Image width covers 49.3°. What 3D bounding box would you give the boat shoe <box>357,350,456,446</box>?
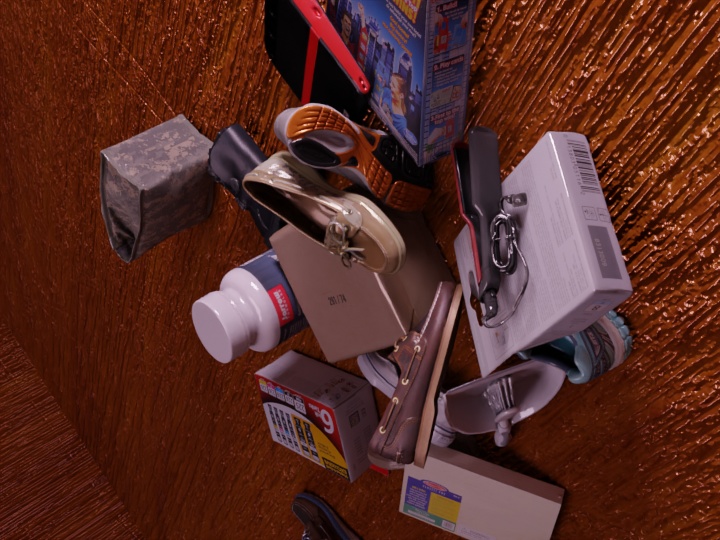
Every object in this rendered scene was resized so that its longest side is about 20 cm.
[{"bbox_3d":[0.071,0.145,1.026,0.200,0.073,0.068,40,104,44],"label":"boat shoe"}]

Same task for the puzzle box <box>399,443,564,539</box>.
[{"bbox_3d":[0.147,0.291,0.991,0.196,0.026,0.135,17,131,15],"label":"puzzle box"}]

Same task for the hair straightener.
[{"bbox_3d":[0.122,-0.046,0.736,0.077,0.040,0.204,139,135,-59],"label":"hair straightener"}]

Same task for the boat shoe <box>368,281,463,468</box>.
[{"bbox_3d":[0.061,0.104,0.842,0.069,0.204,0.071,14,165,13],"label":"boat shoe"}]

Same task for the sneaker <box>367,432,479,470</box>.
[{"bbox_3d":[0.081,0.228,1.075,0.198,0.070,0.077,-10,93,47],"label":"sneaker"}]

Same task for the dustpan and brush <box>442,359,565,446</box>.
[{"bbox_3d":[0.162,0.162,0.896,0.201,0.137,0.058,77,174,-70],"label":"dustpan and brush"}]

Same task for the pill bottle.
[{"bbox_3d":[-0.124,0.040,1.076,0.119,0.198,0.122,30,136,35],"label":"pill bottle"}]

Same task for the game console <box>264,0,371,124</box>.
[{"bbox_3d":[-0.050,-0.233,0.888,0.178,0.031,0.200,53,168,5],"label":"game console"}]

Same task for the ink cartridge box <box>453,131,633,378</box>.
[{"bbox_3d":[0.163,-0.007,0.751,0.201,0.046,0.163,126,141,-55],"label":"ink cartridge box"}]

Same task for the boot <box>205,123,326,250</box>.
[{"bbox_3d":[-0.138,-0.136,1.078,0.169,0.076,0.201,51,150,8],"label":"boot"}]

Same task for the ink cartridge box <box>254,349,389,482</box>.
[{"bbox_3d":[-0.060,0.243,1.236,0.198,0.083,0.179,13,124,46],"label":"ink cartridge box"}]

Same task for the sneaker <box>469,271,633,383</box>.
[{"bbox_3d":[0.172,0.042,0.798,0.199,0.086,0.079,32,137,35],"label":"sneaker"}]

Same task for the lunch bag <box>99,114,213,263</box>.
[{"bbox_3d":[-0.322,-0.120,1.248,0.117,0.163,0.202,40,140,17],"label":"lunch bag"}]

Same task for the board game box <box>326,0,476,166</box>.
[{"bbox_3d":[0.043,-0.246,0.765,0.201,0.061,0.201,55,154,26],"label":"board game box"}]

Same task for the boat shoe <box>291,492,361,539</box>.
[{"bbox_3d":[-0.068,0.480,1.420,0.198,0.072,0.074,29,134,38],"label":"boat shoe"}]

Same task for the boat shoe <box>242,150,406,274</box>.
[{"bbox_3d":[-0.040,-0.053,0.841,0.198,0.062,0.074,34,135,22],"label":"boat shoe"}]

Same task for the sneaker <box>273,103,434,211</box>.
[{"bbox_3d":[-0.006,-0.131,0.859,0.077,0.198,0.092,-62,31,5],"label":"sneaker"}]

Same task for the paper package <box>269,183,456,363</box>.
[{"bbox_3d":[0.000,0.000,0.976,0.199,0.103,0.193,-23,95,56],"label":"paper package"}]
